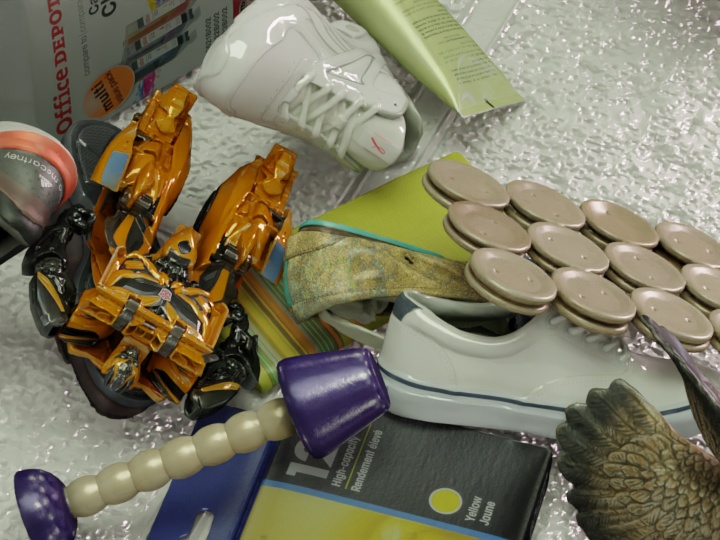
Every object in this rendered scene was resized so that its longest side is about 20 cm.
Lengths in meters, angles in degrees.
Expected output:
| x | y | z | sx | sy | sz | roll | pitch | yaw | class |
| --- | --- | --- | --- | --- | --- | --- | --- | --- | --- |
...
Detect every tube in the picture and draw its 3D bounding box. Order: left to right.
| x | y | z | sx | sy | sz | roll | pitch | yaw | class |
| --- | --- | --- | --- | --- | --- | --- | --- | --- | --- |
| 0.015 | -0.166 | 1.659 | 0.058 | 0.052 | 0.200 | -40 | 74 | -18 | tube |

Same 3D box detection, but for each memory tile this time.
| x | y | z | sx | sy | sz | roll | pitch | yaw | class |
| --- | --- | --- | --- | --- | --- | --- | --- | --- | --- |
| 0.134 | -0.002 | 1.490 | 0.199 | 0.017 | 0.153 | 14 | 26 | -22 | memory tile |

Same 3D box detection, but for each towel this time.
| x | y | z | sx | sy | sz | roll | pitch | yaw | class |
| --- | --- | --- | --- | --- | --- | --- | --- | --- | --- |
| 0.000 | 0.000 | 1.563 | 0.200 | 0.018 | 0.086 | -27 | 58 | -23 | towel |

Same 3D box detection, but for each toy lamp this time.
| x | y | z | sx | sy | sz | roll | pitch | yaw | class |
| --- | --- | --- | --- | --- | --- | --- | --- | --- | --- |
| -0.082 | 0.092 | 1.415 | 0.199 | 0.058 | 0.058 | -20 | 50 | 4 | toy lamp |

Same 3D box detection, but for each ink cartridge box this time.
| x | y | z | sx | sy | sz | roll | pitch | yaw | class |
| --- | --- | --- | --- | --- | --- | --- | --- | --- | --- |
| -0.167 | -0.196 | 1.644 | 0.200 | 0.146 | 0.145 | -33 | 57 | -25 | ink cartridge box |
| -0.018 | 0.152 | 1.411 | 0.199 | 0.047 | 0.198 | 14 | 50 | 9 | ink cartridge box |

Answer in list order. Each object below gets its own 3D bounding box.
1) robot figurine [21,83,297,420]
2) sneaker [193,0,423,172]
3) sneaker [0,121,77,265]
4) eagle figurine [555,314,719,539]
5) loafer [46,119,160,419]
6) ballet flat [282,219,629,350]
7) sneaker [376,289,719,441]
| x | y | z | sx | sy | sz | roll | pitch | yaw | class |
| --- | --- | --- | --- | --- | --- | --- | --- | --- | --- |
| -0.104 | -0.010 | 1.488 | 0.145 | 0.058 | 0.200 | 29 | 41 | -11 | robot figurine |
| -0.018 | -0.102 | 1.559 | 0.099 | 0.078 | 0.200 | 45 | 20 | 21 | sneaker |
| -0.244 | -0.014 | 1.472 | 0.200 | 0.077 | 0.082 | -27 | 34 | 35 | sneaker |
| 0.210 | 0.112 | 1.386 | 0.199 | 0.152 | 0.151 | 14 | 15 | -13 | eagle figurine |
| -0.147 | 0.007 | 1.535 | 0.072 | 0.063 | 0.201 | 14 | 47 | -30 | loafer |
| 0.052 | 0.021 | 1.509 | 0.199 | 0.071 | 0.071 | 10 | 48 | -12 | ballet flat |
| 0.108 | 0.049 | 1.462 | 0.199 | 0.071 | 0.073 | 4 | 23 | -13 | sneaker |
